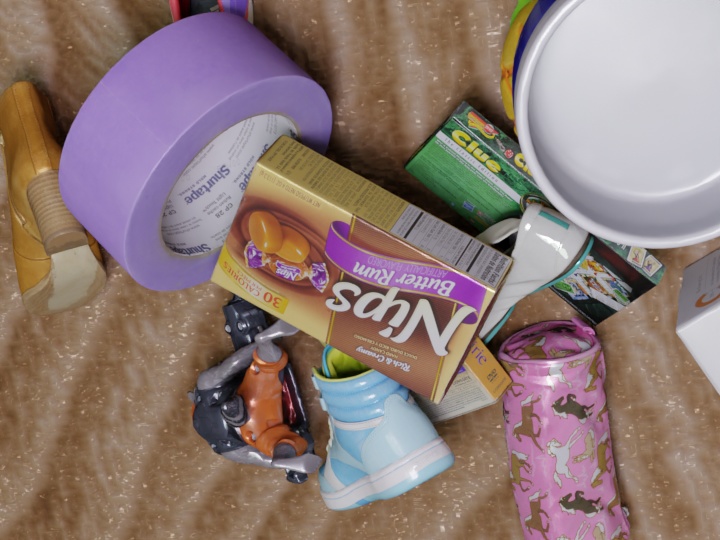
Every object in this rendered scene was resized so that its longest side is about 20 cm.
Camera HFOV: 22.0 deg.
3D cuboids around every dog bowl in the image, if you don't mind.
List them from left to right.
[{"bbox_3d":[0.202,-0.122,1.256,0.199,0.079,0.201,0,112,1],"label":"dog bowl"}]

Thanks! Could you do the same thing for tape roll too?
[{"bbox_3d":[-0.122,-0.088,1.388,0.085,0.200,0.200,44,117,25],"label":"tape roll"}]

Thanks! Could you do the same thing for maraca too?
[{"bbox_3d":[0.156,-0.155,1.347,0.137,0.107,0.201,20,134,43],"label":"maraca"}]

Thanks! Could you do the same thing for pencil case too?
[{"bbox_3d":[0.163,0.141,1.482,0.082,0.086,0.201,2,113,33],"label":"pencil case"}]

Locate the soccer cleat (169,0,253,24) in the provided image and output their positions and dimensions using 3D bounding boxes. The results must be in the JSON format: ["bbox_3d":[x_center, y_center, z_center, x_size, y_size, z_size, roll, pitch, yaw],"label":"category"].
[{"bbox_3d":[-0.118,-0.252,1.401,0.068,0.073,0.201,2,111,12],"label":"soccer cleat"}]

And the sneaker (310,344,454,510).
[{"bbox_3d":[-0.002,0.118,1.486,0.131,0.079,0.200,62,154,1],"label":"sneaker"}]

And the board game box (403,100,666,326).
[{"bbox_3d":[0.132,-0.041,1.421,0.200,0.023,0.105,39,154,-5],"label":"board game box"}]

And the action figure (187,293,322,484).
[{"bbox_3d":[-0.098,0.085,1.482,0.104,0.193,0.201,-19,87,-23],"label":"action figure"}]

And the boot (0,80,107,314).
[{"bbox_3d":[-0.257,-0.058,1.507,0.070,0.201,0.145,-13,70,-15],"label":"boot"}]

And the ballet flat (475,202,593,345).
[{"bbox_3d":[0.105,0.001,1.419,0.069,0.070,0.200,40,145,-4],"label":"ballet flat"}]

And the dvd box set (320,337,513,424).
[{"bbox_3d":[0.014,0.036,1.468,0.200,0.029,0.146,51,144,-8],"label":"dvd box set"}]

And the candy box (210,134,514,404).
[{"bbox_3d":[0.000,0.000,1.373,0.199,0.056,0.117,30,124,6],"label":"candy box"}]

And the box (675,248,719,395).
[{"bbox_3d":[0.344,0.010,1.366,0.199,0.124,0.098,-32,101,22],"label":"box"}]
